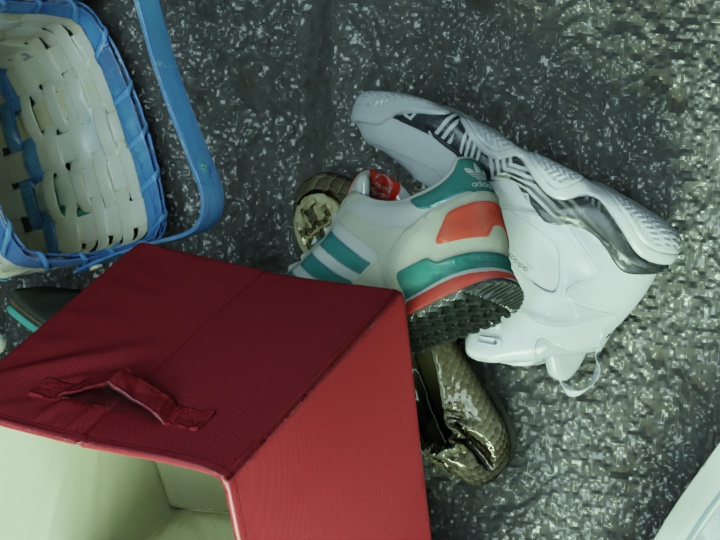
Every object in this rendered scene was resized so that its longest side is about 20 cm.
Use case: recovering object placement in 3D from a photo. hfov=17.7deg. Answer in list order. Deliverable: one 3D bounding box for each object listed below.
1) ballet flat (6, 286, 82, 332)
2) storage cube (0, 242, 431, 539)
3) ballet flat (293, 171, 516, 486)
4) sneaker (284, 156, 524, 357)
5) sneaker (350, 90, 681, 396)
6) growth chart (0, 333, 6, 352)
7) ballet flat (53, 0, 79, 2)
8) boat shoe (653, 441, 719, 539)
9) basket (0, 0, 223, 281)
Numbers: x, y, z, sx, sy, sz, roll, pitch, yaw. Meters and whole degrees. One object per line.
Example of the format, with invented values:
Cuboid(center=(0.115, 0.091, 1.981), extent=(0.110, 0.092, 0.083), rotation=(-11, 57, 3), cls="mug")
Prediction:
Cuboid(center=(-0.110, 0.056, 1.338), extent=(0.200, 0.068, 0.069), rotation=(39, 90, 1), cls="ballet flat")
Cuboid(center=(-0.080, 0.110, 1.180), extent=(0.170, 0.180, 0.201), rotation=(10, 123, 28), cls="storage cube")
Cuboid(center=(0.018, 0.034, 1.299), extent=(0.067, 0.046, 0.201), rotation=(-36, 83, 43), cls="ballet flat")
Cuboid(center=(0.000, 0.000, 1.255), extent=(0.199, 0.070, 0.094), rotation=(-21, 68, 37), cls="sneaker")
Cuboid(center=(0.067, -0.017, 1.278), extent=(0.199, 0.075, 0.116), rotation=(28, 96, 10), cls="sneaker")
Cuboid(center=(-0.191, 0.132, 1.310), extent=(0.144, 0.018, 0.200), rotation=(-39, 85, -22), cls="growth chart")
Cuboid(center=(-0.152, -0.254, 1.342), extent=(0.070, 0.071, 0.201), rotation=(28, 98, 13), cls="ballet flat")
Cuboid(center=(0.199, 0.152, 1.248), extent=(0.071, 0.070, 0.202), rotation=(34, 97, 15), cls="boat shoe")
Cuboid(center=(-0.170, -0.085, 1.298), extent=(0.199, 0.139, 0.178), rotation=(-20, 85, 45), cls="basket")
